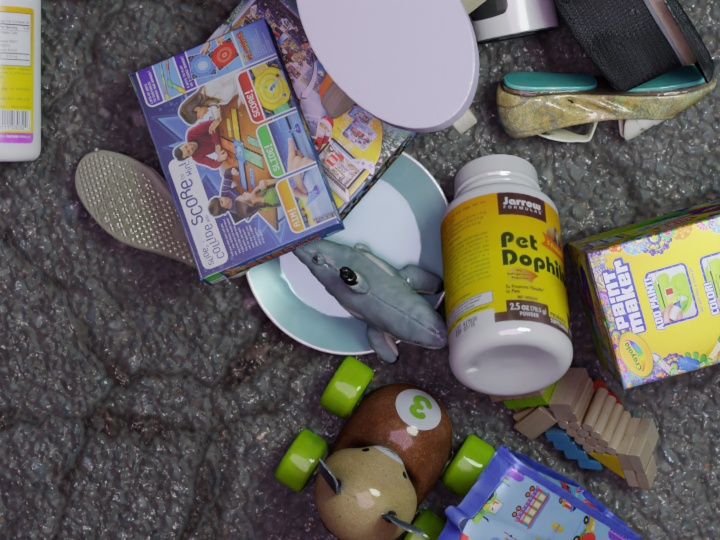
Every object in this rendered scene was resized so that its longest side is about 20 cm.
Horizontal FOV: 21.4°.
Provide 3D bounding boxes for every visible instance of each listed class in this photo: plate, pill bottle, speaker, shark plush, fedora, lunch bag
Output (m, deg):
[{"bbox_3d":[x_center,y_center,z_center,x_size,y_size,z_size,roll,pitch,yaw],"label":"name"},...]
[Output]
[{"bbox_3d":[-0.010,-0.023,1.762,0.198,0.026,0.202,0,93,2],"label":"plate"},{"bbox_3d":[-0.340,-0.199,1.719,0.103,0.104,0.202,1,93,1],"label":"pill bottle"},{"bbox_3d":[0.126,0.001,1.682,0.108,0.110,0.202,-4,57,2],"label":"pill bottle"},{"bbox_3d":[0.124,-0.310,1.713,0.080,0.081,0.202,-10,94,2],"label":"speaker"},{"bbox_3d":[0.000,0.000,1.708,0.091,0.083,0.200,-44,92,4],"label":"shark plush"},{"bbox_3d":[0.224,-0.231,1.669,0.091,0.201,0.202,-32,92,10],"label":"fedora"},{"bbox_3d":[0.134,0.248,1.685,0.151,0.200,0.094,-54,49,3],"label":"lunch bag"}]

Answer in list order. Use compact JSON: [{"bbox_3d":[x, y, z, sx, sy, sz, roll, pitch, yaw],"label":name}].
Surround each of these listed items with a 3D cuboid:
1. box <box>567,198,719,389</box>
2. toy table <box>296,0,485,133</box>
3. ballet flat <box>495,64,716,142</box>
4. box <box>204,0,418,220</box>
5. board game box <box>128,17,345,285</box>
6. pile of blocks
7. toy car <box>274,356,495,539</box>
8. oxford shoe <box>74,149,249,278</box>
[{"bbox_3d":[0.294,0.012,1.668,0.191,0.200,0.123,-16,93,2],"label":"box"},{"bbox_3d":[0.031,-0.200,1.638,0.183,0.117,0.201,-26,79,10],"label":"toy table"},{"bbox_3d":[0.222,-0.149,1.733,0.198,0.071,0.071,-3,94,1],"label":"ballet flat"},{"bbox_3d":[-0.048,-0.161,1.730,0.200,0.038,0.137,43,91,8],"label":"box"},{"bbox_3d":[-0.110,-0.105,1.688,0.134,0.034,0.202,-21,78,6],"label":"board game box"},{"bbox_3d":[0.194,0.124,1.757,0.200,0.082,0.062,39,51,-10],"label":"pile of blocks"},{"bbox_3d":[0.015,0.181,1.681,0.163,0.200,0.159,32,94,3],"label":"toy car"},{"bbox_3d":[-0.175,-0.049,1.749,0.199,0.058,0.076,26,104,17],"label":"oxford shoe"}]
